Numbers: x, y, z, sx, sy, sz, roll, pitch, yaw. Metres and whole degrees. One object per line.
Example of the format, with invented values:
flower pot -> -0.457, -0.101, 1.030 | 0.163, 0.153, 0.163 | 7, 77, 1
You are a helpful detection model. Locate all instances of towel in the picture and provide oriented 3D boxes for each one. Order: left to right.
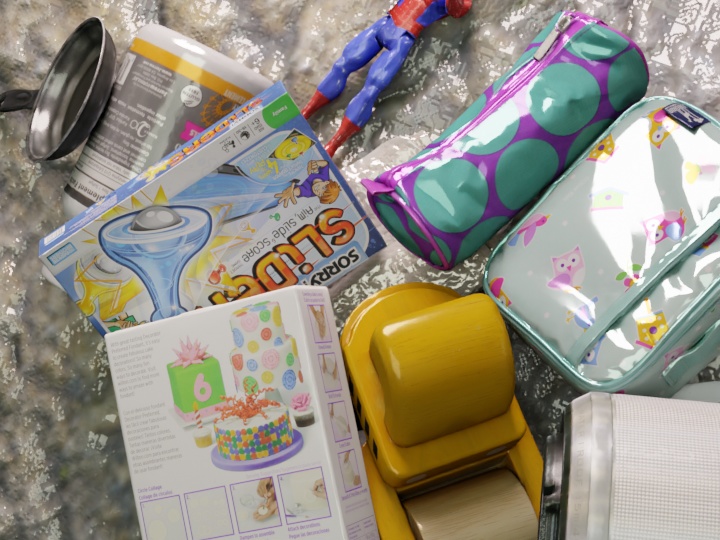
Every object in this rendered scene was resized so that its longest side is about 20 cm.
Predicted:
towel -> 0.000, 0.000, 0.957 | 0.200, 0.034, 0.133 | -37, 77, 10

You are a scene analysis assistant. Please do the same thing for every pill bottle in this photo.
pill bottle -> -0.150, -0.069, 0.960 | 0.116, 0.116, 0.201 | 26, 93, 15

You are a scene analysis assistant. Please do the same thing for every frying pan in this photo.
frying pan -> -0.233, -0.116, 0.976 | 0.190, 0.031, 0.115 | -29, 47, 45

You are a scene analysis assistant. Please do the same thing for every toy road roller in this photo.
toy road roller -> 0.053, 0.102, 0.847 | 0.122, 0.146, 0.201 | -16, 69, -14

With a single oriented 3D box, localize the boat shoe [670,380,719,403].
boat shoe -> 0.244, 0.118, 0.862 | 0.199, 0.071, 0.091 | -8, 82, 13

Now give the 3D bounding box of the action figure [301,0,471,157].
action figure -> 0.014, -0.168, 0.936 | 0.065, 0.099, 0.200 | 43, 94, 13

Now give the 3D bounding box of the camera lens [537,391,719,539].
camera lens -> 0.204, 0.157, 0.762 | 0.199, 0.160, 0.161 | 4, 87, 7

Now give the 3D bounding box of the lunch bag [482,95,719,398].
lunch bag -> 0.191, -0.011, 0.849 | 0.200, 0.077, 0.160 | -45, 46, 2

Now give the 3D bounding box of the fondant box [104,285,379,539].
fondant box -> -0.074, 0.122, 0.834 | 0.144, 0.058, 0.201 | -14, 85, 22

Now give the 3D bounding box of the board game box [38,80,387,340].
board game box -> -0.100, -0.019, 0.900 | 0.200, 0.034, 0.136 | -34, 115, 2

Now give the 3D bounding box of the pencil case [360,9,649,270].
pencil case -> 0.099, -0.090, 0.889 | 0.200, 0.093, 0.085 | -43, 39, -7
